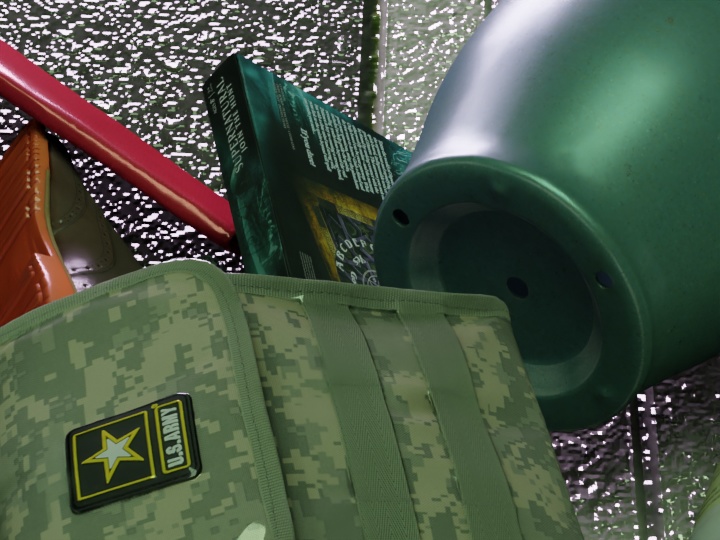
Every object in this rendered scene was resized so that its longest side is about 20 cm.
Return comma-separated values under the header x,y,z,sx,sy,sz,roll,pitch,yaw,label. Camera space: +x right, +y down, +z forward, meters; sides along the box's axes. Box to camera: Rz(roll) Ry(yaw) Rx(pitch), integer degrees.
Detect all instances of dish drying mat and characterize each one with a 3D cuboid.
x,y,z,sx,sy,sz,roll,pitch,yaw,label
-0.130,-0.065,1.039,0.199,0.077,0.018,35,97,15,dish drying mat

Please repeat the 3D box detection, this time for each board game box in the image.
x,y,z,sx,sy,sz,roll,pitch,yaw,label
0.000,0.000,0.968,0.135,0.028,0.201,27,33,-36,board game box

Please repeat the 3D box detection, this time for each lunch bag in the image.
x,y,z,sx,sy,sz,roll,pitch,yaw,label
-0.034,0.088,0.721,0.198,0.118,0.165,6,42,-21,lunch bag

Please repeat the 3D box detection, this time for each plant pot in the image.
x,y,z,sx,sy,sz,roll,pitch,yaw,label
0.107,-0.036,0.931,0.199,0.201,0.188,27,47,22,plant pot

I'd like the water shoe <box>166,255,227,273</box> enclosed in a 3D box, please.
x,y,z,sx,sy,sz,roll,pitch,yaw,label
-0.079,0.032,0.873,0.071,0.200,0.080,-15,75,-1,water shoe

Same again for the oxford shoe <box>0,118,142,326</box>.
x,y,z,sx,sy,sz,roll,pitch,yaw,label
-0.140,0.002,1.004,0.072,0.071,0.201,23,30,-29,oxford shoe

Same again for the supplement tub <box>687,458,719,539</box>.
x,y,z,sx,sy,sz,roll,pitch,yaw,label
0.211,0.103,0.849,0.144,0.146,0.201,18,48,15,supplement tub
